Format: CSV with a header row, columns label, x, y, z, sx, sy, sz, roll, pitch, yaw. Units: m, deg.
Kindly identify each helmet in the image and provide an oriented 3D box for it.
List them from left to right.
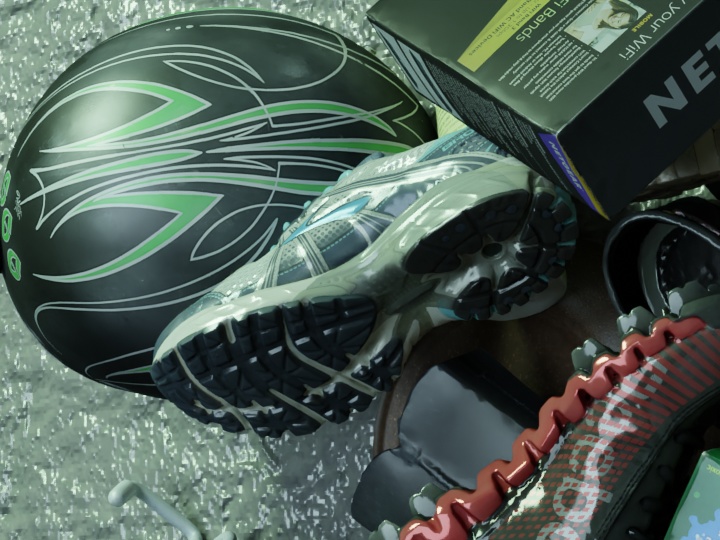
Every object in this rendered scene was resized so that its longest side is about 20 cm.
label,x,y,z,sx,sy,sz,roll,pitch,yaw
helmet,-0.063,-0.031,1.344,0.190,0.199,0.201,-25,68,56

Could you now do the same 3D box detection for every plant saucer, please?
label,x,y,z,sx,sy,sz,roll,pitch,yaw
plant saucer,0.072,0.082,1.300,0.200,0.037,0.202,-5,82,41

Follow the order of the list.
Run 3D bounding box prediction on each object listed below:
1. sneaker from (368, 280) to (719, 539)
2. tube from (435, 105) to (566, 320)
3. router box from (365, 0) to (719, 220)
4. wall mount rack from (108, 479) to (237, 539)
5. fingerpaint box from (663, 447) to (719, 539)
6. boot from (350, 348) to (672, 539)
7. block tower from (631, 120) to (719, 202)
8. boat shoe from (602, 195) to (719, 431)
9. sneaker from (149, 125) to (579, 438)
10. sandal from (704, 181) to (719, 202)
label,x,y,z,sx,sy,sz,roll,pitch,yaw
sneaker,0.098,0.090,1.149,0.200,0.071,0.098,-44,71,12
tube,0.059,-0.076,1.305,0.058,0.052,0.201,-14,58,14
router box,0.121,-0.129,1.180,0.200,0.052,0.157,-42,36,-7
wall mount rack,-0.149,0.193,1.405,0.074,0.174,0.200,38,116,-5
fingerpaint box,0.193,0.184,1.106,0.199,0.073,0.168,27,101,21
boot,0.073,0.155,1.225,0.200,0.066,0.165,38,102,13
block tower,0.187,-0.075,1.173,0.199,0.054,0.058,-15,83,30
boat shoe,0.175,0.051,1.183,0.202,0.063,0.074,50,120,22
sneaker,0.000,0.000,1.236,0.199,0.078,0.087,-26,38,14
sandal,0.136,-0.089,1.253,0.200,0.045,0.075,51,119,34
